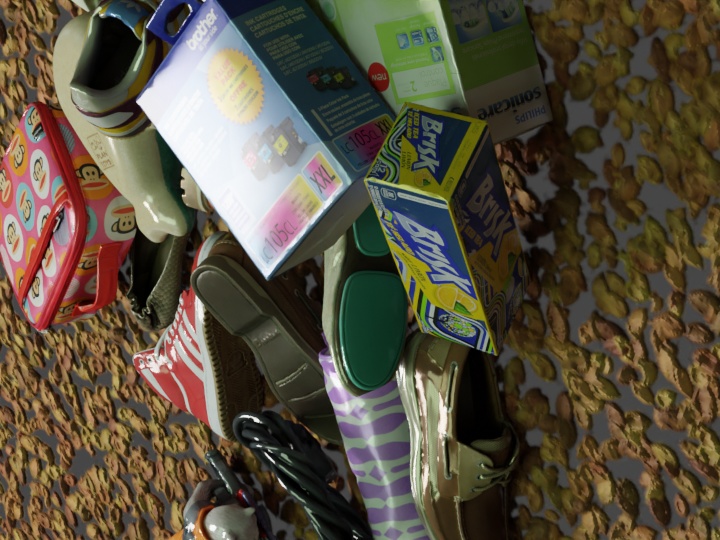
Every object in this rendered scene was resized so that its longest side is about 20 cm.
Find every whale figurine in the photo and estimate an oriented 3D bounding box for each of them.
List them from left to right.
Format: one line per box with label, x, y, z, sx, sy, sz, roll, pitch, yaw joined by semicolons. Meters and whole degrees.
whale figurine;-0.178;-0.127;1.569;0.159;0.104;0.201;-15;99;63

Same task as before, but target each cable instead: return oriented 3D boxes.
cable;-0.040;0.189;1.524;0.163;0.051;0.200;59;-179;30

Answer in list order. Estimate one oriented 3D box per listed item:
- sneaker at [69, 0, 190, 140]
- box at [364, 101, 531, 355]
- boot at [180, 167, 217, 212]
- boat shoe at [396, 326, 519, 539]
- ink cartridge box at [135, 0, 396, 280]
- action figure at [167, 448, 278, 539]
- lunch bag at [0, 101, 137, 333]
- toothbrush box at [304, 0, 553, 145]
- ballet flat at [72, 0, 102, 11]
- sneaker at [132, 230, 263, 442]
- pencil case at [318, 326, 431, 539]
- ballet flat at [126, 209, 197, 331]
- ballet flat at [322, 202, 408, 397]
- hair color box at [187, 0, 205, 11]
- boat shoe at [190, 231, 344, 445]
sneaker;-0.158;-0.200;1.450;0.075;0.201;0.090;22;169;15
box;0.064;-0.025;1.285;0.064;0.070;0.200;16;153;24
boot;-0.075;-0.133;1.487;0.107;0.075;0.201;17;116;21
boat shoe;0.082;0.140;1.424;0.072;0.076;0.201;-2;108;47
ink cartridge box;-0.071;-0.115;1.328;0.200;0.076;0.136;54;136;11
action figure;-0.120;0.277;1.701;0.200;0.104;0.194;52;148;21
lunch bag;-0.265;-0.040;1.702;0.177;0.082;0.200;65;146;25
toothbrush box;0.035;-0.182;1.313;0.145;0.086;0.201;-4;107;49
ballet flat;-0.216;-0.254;1.594;0.199;0.068;0.073;10;134;42
sneaker;-0.146;0.047;1.640;0.112;0.071;0.201;23;126;37
pencil case;0.027;0.141;1.484;0.085;0.084;0.201;6;111;66
ballet flat;-0.183;-0.032;1.664;0.067;0.046;0.201;33;130;34
ballet flat;0.000;0.000;1.429;0.062;0.067;0.201;-20;65;61
hair color box;-0.065;-0.178;1.389;0.100;0.060;0.201;-9;105;41
boat shoe;-0.052;0.052;1.540;0.072;0.068;0.200;-19;113;43
